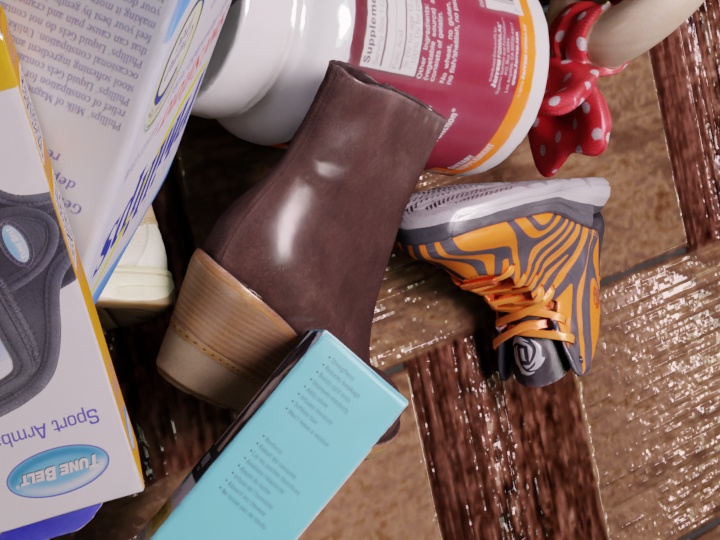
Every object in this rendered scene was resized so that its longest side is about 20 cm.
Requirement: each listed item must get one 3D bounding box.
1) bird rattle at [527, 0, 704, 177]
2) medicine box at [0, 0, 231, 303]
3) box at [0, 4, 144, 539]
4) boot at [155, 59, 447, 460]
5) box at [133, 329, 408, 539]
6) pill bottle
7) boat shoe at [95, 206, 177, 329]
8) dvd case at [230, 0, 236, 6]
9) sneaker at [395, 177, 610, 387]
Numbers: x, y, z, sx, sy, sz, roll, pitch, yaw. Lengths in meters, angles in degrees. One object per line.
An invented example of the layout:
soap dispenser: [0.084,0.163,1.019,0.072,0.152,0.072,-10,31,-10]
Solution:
bird rattle: [0.137,-0.156,1.125,0.113,0.163,0.201,45,39,-14]
medicine box: [-0.115,-0.090,0.789,0.102,0.201,0.183,22,32,-1]
box: [-0.151,0.021,0.706,0.118,0.042,0.202,-16,114,-4]
boot: [0.000,0.000,0.986,0.167,0.072,0.200,-57,148,5]
box: [-0.065,0.116,0.882,0.049,0.082,0.200,40,84,-4]
pill bottle: [-0.011,-0.113,1.015,0.199,0.114,0.115,7,83,-42]
boat shoe: [-0.170,-0.014,0.897,0.199,0.074,0.067,7,71,-45]
dvd case: [-0.106,-0.210,0.926,0.199,0.018,0.143,39,57,4]
sneaker: [0.086,0.009,1.106,0.199,0.077,0.113,-6,94,-56]
